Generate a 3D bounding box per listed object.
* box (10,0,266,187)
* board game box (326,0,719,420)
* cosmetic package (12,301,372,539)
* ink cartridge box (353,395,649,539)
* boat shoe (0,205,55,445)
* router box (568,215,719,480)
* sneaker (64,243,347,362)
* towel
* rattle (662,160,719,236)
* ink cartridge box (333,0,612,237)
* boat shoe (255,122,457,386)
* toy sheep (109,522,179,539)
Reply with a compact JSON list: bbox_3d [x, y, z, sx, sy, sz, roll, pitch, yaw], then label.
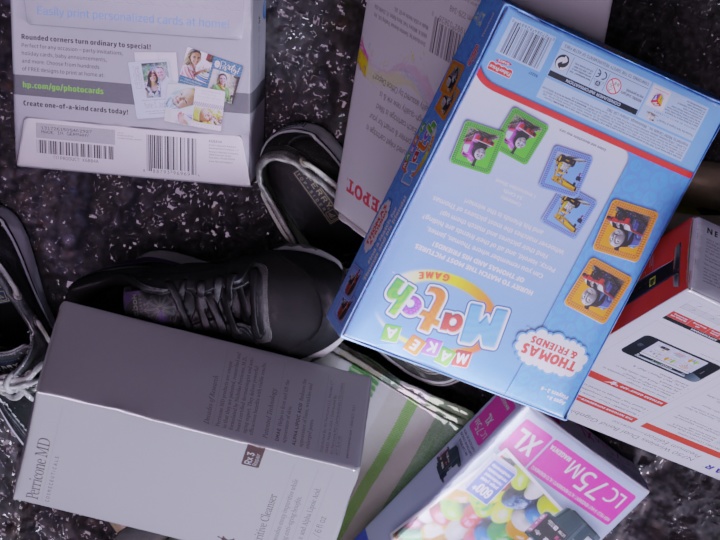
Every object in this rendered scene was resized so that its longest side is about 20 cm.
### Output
[{"bbox_3d":[-0.137,-0.157,1.376,0.155,0.041,0.201,5,114,9],"label":"box"},{"bbox_3d":[0.091,-0.032,1.216,0.151,0.037,0.200,21,102,-24],"label":"board game box"},{"bbox_3d":[-0.103,0.102,1.358,0.199,0.081,0.113,12,135,-5],"label":"cosmetic package"},{"bbox_3d":[0.076,0.173,1.434,0.119,0.042,0.200,36,108,-28],"label":"ink cartridge box"},{"bbox_3d":[-0.225,0.055,1.463,0.073,0.068,0.200,-9,110,15],"label":"boat shoe"},{"bbox_3d":[0.219,0.057,1.309,0.200,0.049,0.179,23,148,-22],"label":"router box"},{"bbox_3d":[-0.098,0.027,1.373,0.200,0.087,0.076,-2,96,39],"label":"sneaker"},{"bbox_3d":[-0.036,0.105,1.461,0.200,0.023,0.153,30,118,2],"label":"towel"},{"bbox_3d":[0.223,0.011,1.309,0.199,0.130,0.143,14,98,22],"label":"rattle"},{"bbox_3d":[0.063,-0.105,1.286,0.085,0.148,0.201,-3,113,-28],"label":"ink cartridge box"},{"bbox_3d":[0.000,0.000,1.400,0.071,0.064,0.200,-35,102,21],"label":"boat shoe"},{"bbox_3d":[-0.117,0.230,1.484,0.138,0.138,0.200,-37,95,22],"label":"toy sheep"}]
